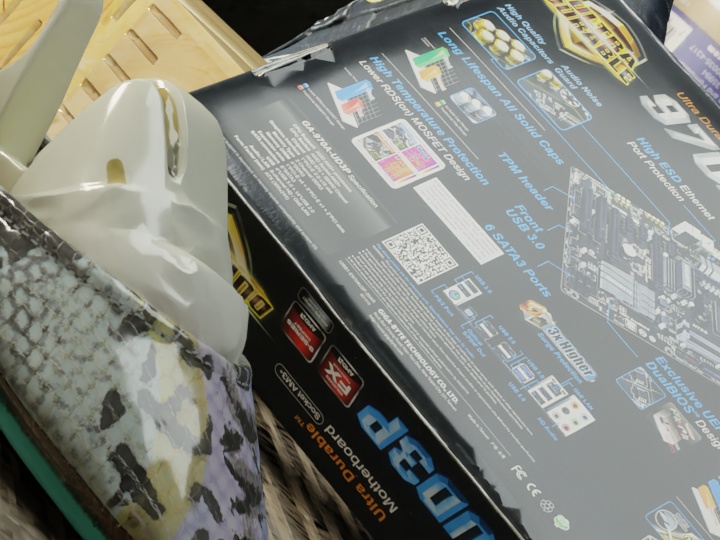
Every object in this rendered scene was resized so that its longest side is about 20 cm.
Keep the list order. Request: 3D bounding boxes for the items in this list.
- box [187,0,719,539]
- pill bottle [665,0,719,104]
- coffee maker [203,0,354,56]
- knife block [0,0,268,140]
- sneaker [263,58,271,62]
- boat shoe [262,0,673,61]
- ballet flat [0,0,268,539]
[{"bbox_3d":[0.058,0.019,0.726,0.159,0.046,0.200,-24,66,-41],"label":"box"},{"bbox_3d":[0.104,-0.019,1.149,0.116,0.200,0.116,43,6,-6],"label":"pill bottle"},{"bbox_3d":[-0.037,-0.150,1.181,0.134,0.192,0.200,24,10,-20],"label":"coffee maker"},{"bbox_3d":[-0.019,-0.009,0.856,0.176,0.064,0.200,40,5,-42],"label":"knife block"},{"bbox_3d":[0.000,0.000,0.907,0.200,0.073,0.071,29,40,-10],"label":"sneaker"},{"bbox_3d":[0.027,-0.072,0.950,0.200,0.091,0.071,-10,-48,43],"label":"boat shoe"},{"bbox_3d":[-0.066,-0.021,0.543,0.200,0.072,0.072,47,6,32],"label":"ballet flat"}]
